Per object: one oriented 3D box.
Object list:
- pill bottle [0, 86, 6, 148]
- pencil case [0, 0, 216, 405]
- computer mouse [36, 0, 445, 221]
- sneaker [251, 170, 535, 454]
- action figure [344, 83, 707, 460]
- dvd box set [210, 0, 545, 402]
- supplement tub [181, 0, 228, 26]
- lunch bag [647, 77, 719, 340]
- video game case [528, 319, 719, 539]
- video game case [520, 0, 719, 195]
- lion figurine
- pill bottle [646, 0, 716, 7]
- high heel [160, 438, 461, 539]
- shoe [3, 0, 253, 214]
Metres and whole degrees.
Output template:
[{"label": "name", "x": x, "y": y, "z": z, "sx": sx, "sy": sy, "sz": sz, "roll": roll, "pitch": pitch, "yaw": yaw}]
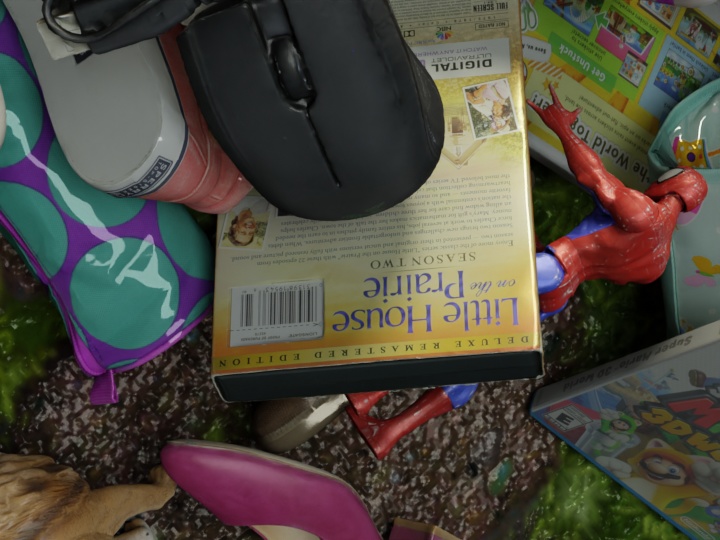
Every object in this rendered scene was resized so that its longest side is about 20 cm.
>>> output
[{"label": "pill bottle", "x": -0.249, "y": -0.037, "z": 0.717, "sx": 0.199, "sy": 0.116, "sz": 0.116, "roll": -34, "pitch": 108, "yaw": 20}, {"label": "pencil case", "x": -0.147, "y": -0.044, "z": 0.813, "sx": 0.200, "sy": 0.085, "sz": 0.092, "roll": 52, "pitch": 56, "yaw": -15}, {"label": "computer mouse", "x": -0.025, "y": -0.067, "z": 0.707, "sx": 0.138, "sy": 0.200, "sz": 0.053, "roll": -16, "pitch": 61, "yaw": 15}, {"label": "sneaker", "x": 0.000, "y": 0.000, "z": 0.891, "sx": 0.076, "sy": 0.070, "sz": 0.200, "roll": 44, "pitch": 71, "yaw": -6}, {"label": "action figure", "x": 0.066, "y": -0.007, "z": 0.842, "sx": 0.199, "sy": 0.099, "sz": 0.065, "roll": -30, "pitch": 143, "yaw": -7}, {"label": "dvd box set", "x": 0.007, "y": -0.040, "z": 0.817, "sx": 0.145, "sy": 0.029, "sz": 0.201, "roll": -6, "pitch": 59, "yaw": 7}, {"label": "supplement tub", "x": -0.051, "y": -0.216, "z": 0.730, "sx": 0.144, "sy": 0.144, "sz": 0.201, "roll": -24, "pitch": 92, "yaw": -18}, {"label": "lunch bag", "x": 0.239, "y": -0.021, "z": 0.927, "sx": 0.199, "sy": 0.122, "sz": 0.171, "roll": -26, "pitch": 126, "yaw": -18}, {"label": "video game case", "x": 0.198, "y": 0.081, "z": 0.901, "sx": 0.143, "sy": 0.200, "sz": 0.018, "roll": 38, "pitch": 55, "yaw": -19}, {"label": "video game case", "x": 0.158, "y": -0.123, "z": 0.939, "sx": 0.199, "sy": 0.023, "sz": 0.183, "roll": 28, "pitch": 83, "yaw": -34}, {"label": "lion figurine", "x": -0.118, "y": 0.156, "z": 0.809, "sx": 0.122, "sy": 0.200, "sz": 0.073, "roll": -9, "pitch": 140, "yaw": -47}, {"label": "pill bottle", "x": 0.117, "y": -0.179, "z": 0.821, "sx": 0.198, "sy": 0.104, "sz": 0.105, "roll": 11, "pitch": 89, "yaw": 13}, {"label": "high heel", "x": -0.028, "y": 0.150, "z": 0.871, "sx": 0.200, "sy": 0.067, "sz": 0.097, "roll": 32, "pitch": 71, "yaw": -41}, {"label": "shoe", "x": -0.106, "y": -0.118, "z": 0.795, "sx": 0.071, "sy": 0.091, "sz": 0.201, "roll": -27, "pitch": 71, "yaw": 21}]
